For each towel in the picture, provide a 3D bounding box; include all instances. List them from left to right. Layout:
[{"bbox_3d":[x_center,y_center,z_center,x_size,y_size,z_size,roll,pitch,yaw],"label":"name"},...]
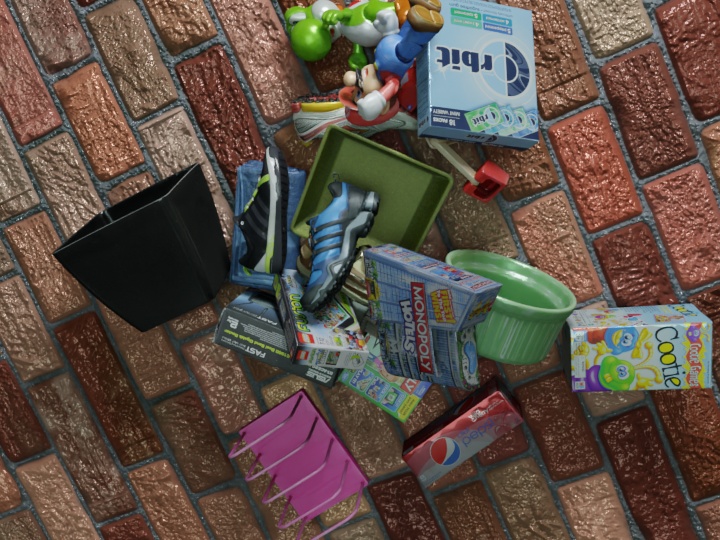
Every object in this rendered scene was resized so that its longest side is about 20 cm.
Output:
[{"bbox_3d":[-0.148,-0.070,1.206,0.111,0.049,0.201,8,102,5],"label":"towel"}]

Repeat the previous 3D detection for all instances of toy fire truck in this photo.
[{"bbox_3d":[0.131,-0.203,1.092,0.199,0.141,0.049,33,137,-11],"label":"toy fire truck"}]

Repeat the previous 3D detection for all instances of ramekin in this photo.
[{"bbox_3d":[0.206,0.054,1.115,0.199,0.200,0.098,18,111,3],"label":"ramekin"}]

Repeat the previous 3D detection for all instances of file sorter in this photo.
[{"bbox_3d":[-0.103,0.331,1.244,0.139,0.125,0.200,-34,96,12],"label":"file sorter"}]

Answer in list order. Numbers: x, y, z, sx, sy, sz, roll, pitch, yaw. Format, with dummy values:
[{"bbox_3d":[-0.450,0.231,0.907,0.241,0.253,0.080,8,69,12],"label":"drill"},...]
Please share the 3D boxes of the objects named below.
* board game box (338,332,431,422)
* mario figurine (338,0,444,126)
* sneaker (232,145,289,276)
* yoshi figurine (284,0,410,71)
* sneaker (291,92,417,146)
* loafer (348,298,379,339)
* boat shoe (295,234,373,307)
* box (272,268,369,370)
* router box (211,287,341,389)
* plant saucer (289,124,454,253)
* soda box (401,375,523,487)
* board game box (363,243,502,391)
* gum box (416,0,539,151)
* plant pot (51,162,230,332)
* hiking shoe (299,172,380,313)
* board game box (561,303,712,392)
[{"bbox_3d":[0.070,0.131,1.231,0.134,0.029,0.201,33,104,1],"label":"board game box"},{"bbox_3d":[0.025,-0.280,1.013,0.106,0.123,0.200,42,129,7],"label":"mario figurine"},{"bbox_3d":[-0.155,-0.087,1.141,0.082,0.072,0.201,4,102,4],"label":"sneaker"},{"bbox_3d":[-0.018,-0.344,1.104,0.199,0.112,0.113,3,109,10],"label":"yoshi figurine"},{"bbox_3d":[-0.004,-0.225,1.150,0.199,0.078,0.083,3,115,11],"label":"sneaker"},{"bbox_3d":[0.068,0.091,1.175,0.199,0.063,0.072,26,104,1],"label":"loafer"},{"bbox_3d":[0.000,0.000,1.150,0.199,0.076,0.074,18,123,-1],"label":"boat shoe"},{"bbox_3d":[-0.064,0.070,1.132,0.109,0.200,0.035,8,120,-21],"label":"box"},{"bbox_3d":[-0.113,0.101,1.184,0.199,0.150,0.062,20,103,2],"label":"router box"},{"bbox_3d":[0.016,-0.109,1.147,0.199,0.048,0.200,23,125,-3],"label":"plant saucer"},{"bbox_3d":[0.165,0.263,1.228,0.200,0.063,0.070,-38,95,13],"label":"soda box"},{"bbox_3d":[0.102,0.068,1.046,0.199,0.061,0.201,4,104,46],"label":"board game box"},{"bbox_3d":[0.162,-0.277,1.054,0.169,0.045,0.201,4,78,-20],"label":"gum box"},{"bbox_3d":[-0.313,-0.026,1.170,0.199,0.200,0.178,-23,109,11],"label":"plant pot"},{"bbox_3d":[-0.047,-0.036,1.094,0.086,0.074,0.201,26,77,7],"label":"hiking shoe"},{"bbox_3d":[0.414,0.117,1.145,0.199,0.105,0.104,-4,102,9],"label":"board game box"}]
